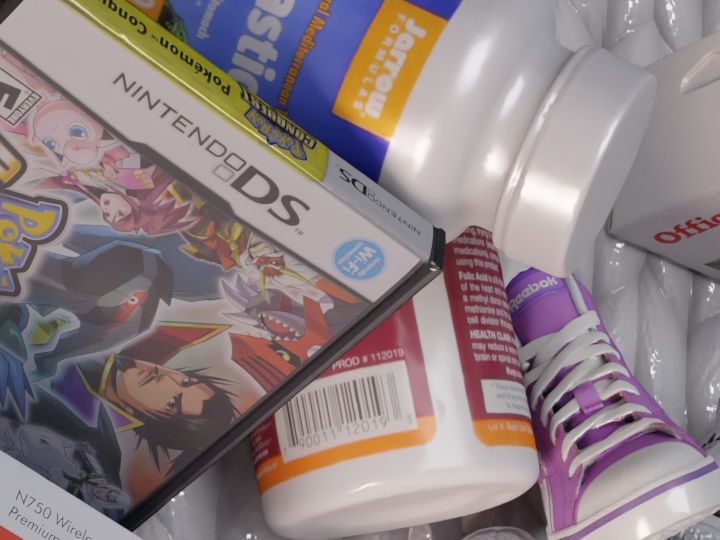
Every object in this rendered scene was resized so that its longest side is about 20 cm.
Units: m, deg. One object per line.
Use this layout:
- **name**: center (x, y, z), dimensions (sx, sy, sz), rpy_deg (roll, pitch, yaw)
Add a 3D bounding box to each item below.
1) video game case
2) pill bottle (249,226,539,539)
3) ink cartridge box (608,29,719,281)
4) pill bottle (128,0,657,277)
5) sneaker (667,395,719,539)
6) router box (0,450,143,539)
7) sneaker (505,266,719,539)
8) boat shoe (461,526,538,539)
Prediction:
- **video game case**: center (-0.101, 0.000, 0.999), dimensions (0.181, 0.200, 0.026), rpy_deg (35, 34, -22)
- **pill bottle**: center (0.000, 0.000, 1.128), dimensions (0.114, 0.114, 0.201), rpy_deg (0, 74, -37)
- **ink cartridge box**: center (0.236, -0.040, 1.301), dimensions (0.200, 0.145, 0.084), rpy_deg (21, 63, -29)
- **pill bottle**: center (0.003, -0.076, 1.029), dimensions (0.200, 0.112, 0.112), rpy_deg (25, 52, 13)
- **sneaker**: center (0.222, 0.135, 1.269), dimensions (0.200, 0.075, 0.115), rpy_deg (36, 58, -18)
- **router box**: center (-0.138, 0.166, 1.003), dimensions (0.200, 0.049, 0.180), rpy_deg (35, 55, -22)
- **sneaker**: center (0.088, 0.056, 1.142), dimensions (0.073, 0.200, 0.115), rpy_deg (-26, 94, -3)
- **boat shoe**: center (0.043, 0.202, 1.125), dimensions (0.062, 0.072, 0.200), rpy_deg (46, 52, -45)
